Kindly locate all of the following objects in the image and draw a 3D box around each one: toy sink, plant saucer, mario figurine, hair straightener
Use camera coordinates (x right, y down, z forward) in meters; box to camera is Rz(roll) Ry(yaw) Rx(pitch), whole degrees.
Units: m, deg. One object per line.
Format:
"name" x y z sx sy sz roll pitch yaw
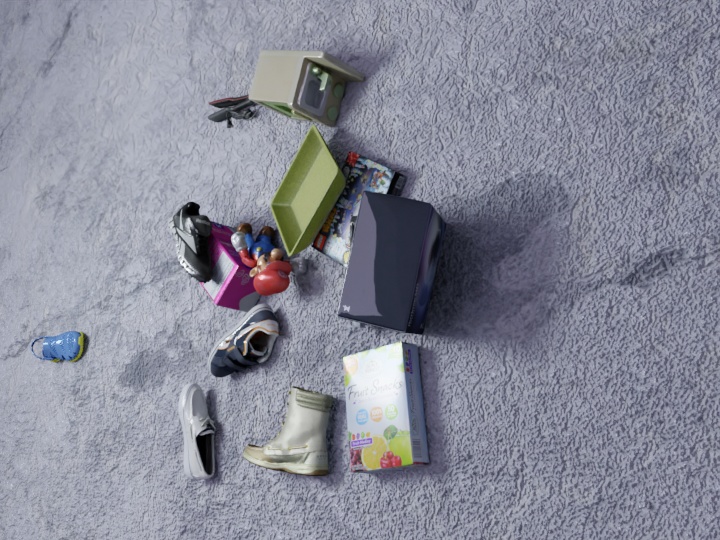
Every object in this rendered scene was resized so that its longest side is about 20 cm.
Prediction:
"toy sink" -0.110 -0.364 1.588 0.197 0.129 0.115 15 90 42
"plant saucer" -0.097 -0.154 1.549 0.202 0.047 0.201 -58 33 23
"mario figurine" -0.183 -0.038 1.581 0.121 0.107 0.201 -25 41 -8
"hair straightener" -0.281 -0.360 1.811 0.197 0.041 0.079 0 80 38

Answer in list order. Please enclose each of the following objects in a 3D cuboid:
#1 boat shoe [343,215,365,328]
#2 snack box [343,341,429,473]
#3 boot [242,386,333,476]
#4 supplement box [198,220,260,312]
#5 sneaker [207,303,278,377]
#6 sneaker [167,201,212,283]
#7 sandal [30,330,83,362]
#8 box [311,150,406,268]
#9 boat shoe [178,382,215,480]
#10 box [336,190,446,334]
"boat shoe" 0.000 0.000 1.420 0.055 0.068 0.205 12 101 22
"snack box" 0.041 0.238 1.358 0.140 0.052 0.205 -18 68 37
"boot" -0.136 0.299 1.493 0.197 0.071 0.159 -1 80 37
"supplement box" -0.293 -0.013 1.690 0.104 0.100 0.200 -55 51 15
"sneaker" -0.241 0.164 1.616 0.201 0.078 0.080 -49 47 21
"sneaker" -0.341 -0.067 1.634 0.091 0.066 0.202 -47 51 23
"sandal" -0.820 0.207 2.129 0.197 0.086 0.081 -18 66 36
"box" -0.005 -0.109 1.492 0.136 0.039 0.204 29 100 43
"boat shoe" -0.340 0.339 1.671 0.065 0.071 0.205 -13 72 34
"box" 0.057 -0.005 1.286 0.120 0.198 0.205 12 88 14
